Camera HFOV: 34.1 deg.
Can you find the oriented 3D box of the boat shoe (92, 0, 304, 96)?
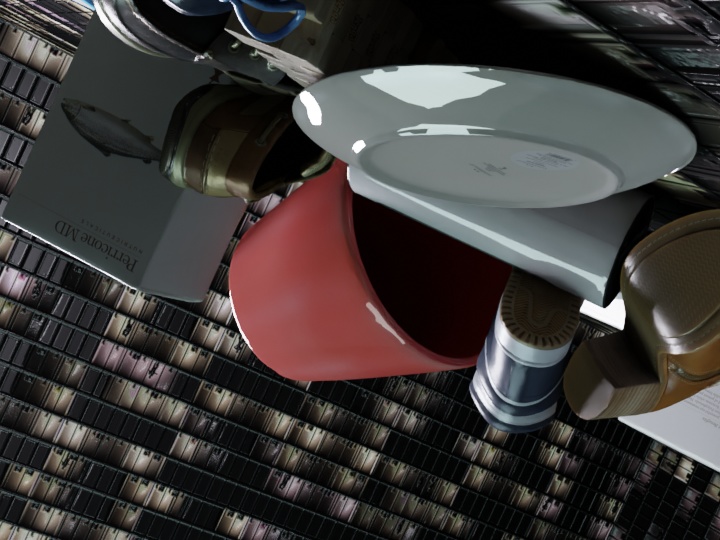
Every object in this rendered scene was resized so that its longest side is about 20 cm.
[{"bbox_3d":[-0.061,-0.138,0.619,0.072,0.076,0.199,15,-176,26],"label":"boat shoe"}]

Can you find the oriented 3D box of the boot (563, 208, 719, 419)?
[{"bbox_3d":[0.233,0.025,0.747,0.153,0.201,0.077,-10,-127,-30],"label":"boot"}]

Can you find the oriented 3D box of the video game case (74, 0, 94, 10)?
[{"bbox_3d":[-0.351,-0.310,1.133,0.198,0.018,0.143,26,180,16],"label":"video game case"}]

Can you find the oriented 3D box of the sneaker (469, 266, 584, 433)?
[{"bbox_3d":[0.131,0.031,0.847,0.069,0.110,0.201,19,-142,13],"label":"sneaker"}]

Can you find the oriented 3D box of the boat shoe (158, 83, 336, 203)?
[{"bbox_3d":[-0.046,-0.086,0.752,0.073,0.077,0.200,26,-148,17],"label":"boat shoe"}]

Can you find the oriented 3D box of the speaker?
[{"bbox_3d":[0.093,-0.051,0.787,0.198,0.082,0.081,26,-179,20],"label":"speaker"}]

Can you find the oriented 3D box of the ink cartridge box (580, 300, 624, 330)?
[{"bbox_3d":[0.306,0.031,1.057,0.174,0.046,0.199,-3,-164,-29],"label":"ink cartridge box"}]

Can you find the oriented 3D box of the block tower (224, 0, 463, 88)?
[{"bbox_3d":[0.005,-0.107,0.604,0.057,0.055,0.199,27,180,29],"label":"block tower"}]

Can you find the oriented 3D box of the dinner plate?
[{"bbox_3d":[0.063,-0.057,0.576,0.196,0.025,0.200,6,170,1],"label":"dinner plate"}]

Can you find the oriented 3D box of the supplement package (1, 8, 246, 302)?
[{"bbox_3d":[-0.134,-0.096,0.806,0.115,0.203,0.117,25,-179,14],"label":"supplement package"}]

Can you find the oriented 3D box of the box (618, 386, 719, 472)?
[{"bbox_3d":[0.569,0.224,2.026,0.197,0.174,0.200,26,180,16],"label":"box"}]

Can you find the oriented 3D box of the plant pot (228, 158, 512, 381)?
[{"bbox_3d":[0.000,0.000,0.948,0.176,0.204,0.199,-20,146,41],"label":"plant pot"}]

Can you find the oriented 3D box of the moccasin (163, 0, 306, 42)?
[{"bbox_3d":[-0.050,-0.124,0.439,0.080,0.069,0.199,25,-179,-36],"label":"moccasin"}]

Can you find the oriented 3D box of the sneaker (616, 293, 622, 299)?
[{"bbox_3d":[0.174,-0.021,1.018,0.199,0.078,0.080,29,-168,40],"label":"sneaker"}]

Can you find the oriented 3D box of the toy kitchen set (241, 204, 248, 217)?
[{"bbox_3d":[-0.104,-0.095,1.084,0.162,0.182,0.199,27,178,37],"label":"toy kitchen set"}]
